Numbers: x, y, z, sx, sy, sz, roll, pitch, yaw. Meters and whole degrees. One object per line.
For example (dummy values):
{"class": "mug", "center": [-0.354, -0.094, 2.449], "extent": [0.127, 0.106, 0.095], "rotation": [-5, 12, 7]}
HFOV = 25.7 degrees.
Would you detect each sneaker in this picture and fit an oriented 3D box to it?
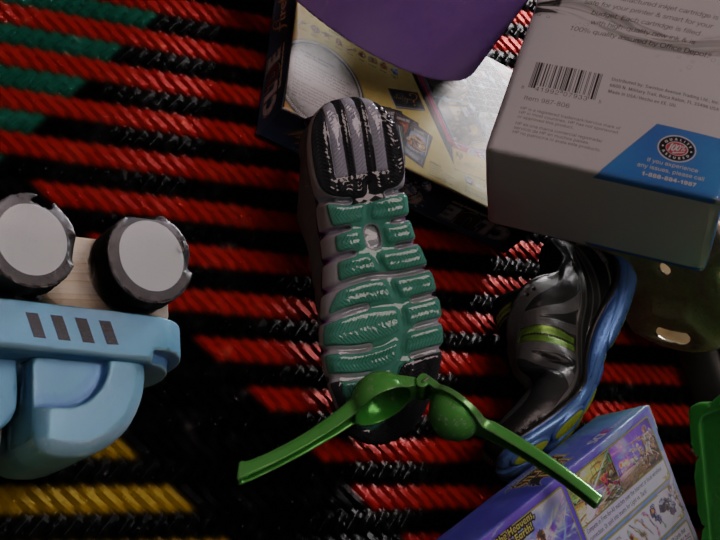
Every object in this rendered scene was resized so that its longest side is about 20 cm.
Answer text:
{"class": "sneaker", "center": [0.000, 0.000, 0.940], "extent": [0.074, 0.087, 0.202], "rotation": [-5, 92, -16]}
{"class": "sneaker", "center": [0.114, 0.055, 1.009], "extent": [0.082, 0.071, 0.200], "rotation": [25, 49, 4]}

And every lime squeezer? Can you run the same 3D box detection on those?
{"class": "lime squeezer", "center": [0.034, 0.088, 0.869], "extent": [0.198, 0.038, 0.071], "rotation": [4, 42, 1]}

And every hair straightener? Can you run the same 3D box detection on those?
{"class": "hair straightener", "center": [0.249, 0.134, 1.086], "extent": [0.076, 0.041, 0.202], "rotation": [10, 62, -34]}

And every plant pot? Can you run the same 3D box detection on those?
{"class": "plant pot", "center": [0.250, -0.050, 1.105], "extent": [0.201, 0.200, 0.183], "rotation": [48, 56, -4]}

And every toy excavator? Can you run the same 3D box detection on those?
{"class": "toy excavator", "center": [-0.174, 0.073, 0.743], "extent": [0.193, 0.100, 0.202], "rotation": [7, 68, -34]}

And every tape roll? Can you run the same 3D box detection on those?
{"class": "tape roll", "center": [0.020, -0.222, 1.039], "extent": [0.199, 0.085, 0.201], "rotation": [30, 29, -18]}

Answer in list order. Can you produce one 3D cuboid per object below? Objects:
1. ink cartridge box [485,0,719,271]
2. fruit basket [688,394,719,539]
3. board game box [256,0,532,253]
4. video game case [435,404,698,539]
{"class": "ink cartridge box", "center": [0.175, -0.117, 1.007], "extent": [0.143, 0.084, 0.201], "rotation": [14, 60, 13]}
{"class": "fruit basket", "center": [0.305, 0.169, 0.987], "extent": [0.214, 0.155, 0.217], "rotation": [16, 60, -30]}
{"class": "board game box", "center": [0.029, -0.110, 1.055], "extent": [0.199, 0.035, 0.136], "rotation": [25, 51, -25]}
{"class": "video game case", "center": [0.134, 0.201, 0.909], "extent": [0.199, 0.045, 0.183], "rotation": [-27, 98, -46]}
